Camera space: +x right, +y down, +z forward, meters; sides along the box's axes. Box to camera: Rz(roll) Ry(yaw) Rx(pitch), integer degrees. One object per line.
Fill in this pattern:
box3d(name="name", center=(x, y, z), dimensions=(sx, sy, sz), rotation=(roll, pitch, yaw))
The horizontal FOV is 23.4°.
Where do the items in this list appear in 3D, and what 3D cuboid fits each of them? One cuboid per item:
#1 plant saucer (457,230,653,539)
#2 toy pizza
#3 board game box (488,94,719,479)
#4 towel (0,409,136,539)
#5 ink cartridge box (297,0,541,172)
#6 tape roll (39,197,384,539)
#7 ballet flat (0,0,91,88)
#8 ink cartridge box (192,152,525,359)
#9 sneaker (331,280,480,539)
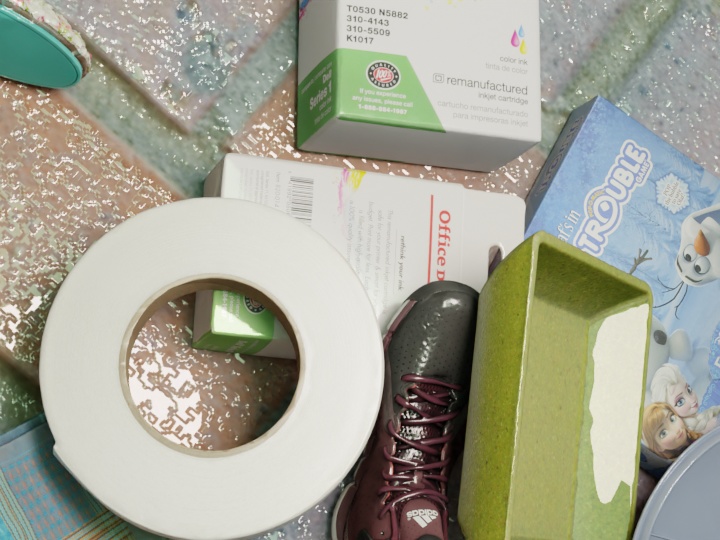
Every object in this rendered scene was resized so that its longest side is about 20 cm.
box3d(name="plant saucer", center=(0.115, 0.090, 1.056), dimensions=(0.200, 0.048, 0.200), rotation=(20, 74, -60))
box3d(name="toy pizza", center=(0.255, 0.190, 1.157), dimensions=(0.200, 0.032, 0.201), rotation=(-5, 101, -26))
box3d(name="board game box", center=(0.192, 0.017, 1.188), dimensions=(0.199, 0.043, 0.200), rotation=(33, 70, -9))
box3d(name="towel", center=(-0.158, 0.179, 0.985), dimensions=(0.022, 0.147, 0.200), rotation=(-32, 90, 21))
box3d(name="ink cartridge box", center=(0.038, -0.177, 1.153), dimensions=(0.145, 0.084, 0.200), rotation=(5, 76, -19))
box3d(name="tape roll", center=(-0.087, 0.058, 1.012), dimensions=(0.202, 0.037, 0.203), rotation=(1, 77, -5))
box3d(name="ballet flat", center=(-0.255, -0.171, 1.054), dimensions=(0.200, 0.076, 0.064), rotation=(17, 56, -19))
box3d(name="ink cartridge box", center=(0.000, 0.000, 1.104), dimensions=(0.200, 0.067, 0.117), rotation=(7, 76, -15))
box3d(name="sneaker", center=(0.042, 0.114, 1.029), dimensions=(0.076, 0.116, 0.200), rotation=(11, 108, -12))
